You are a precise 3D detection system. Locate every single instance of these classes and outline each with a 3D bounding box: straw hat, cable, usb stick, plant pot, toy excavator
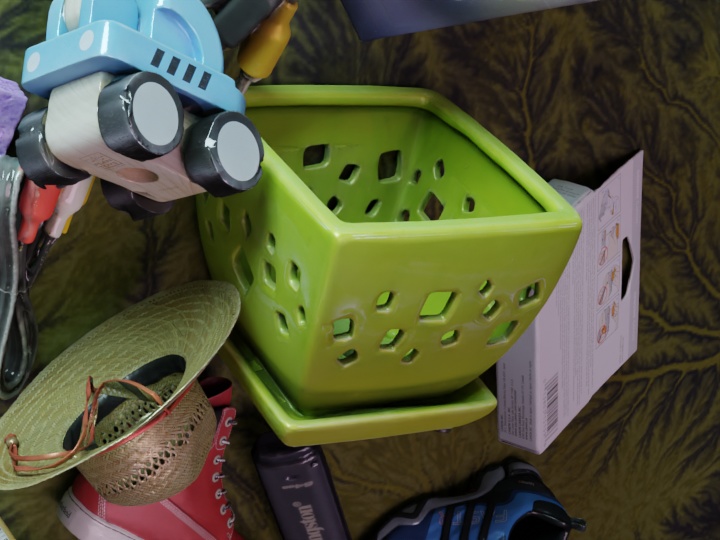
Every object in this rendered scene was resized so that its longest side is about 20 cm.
[{"bbox_3d":[-0.141,0.101,0.988,0.200,0.201,0.086,-36,112,-11],"label":"straw hat"},{"bbox_3d":[-0.206,-0.002,0.974,0.050,0.097,0.202,16,106,9],"label":"cable"},{"bbox_3d":[-0.039,0.191,1.186,0.055,0.033,0.201,-4,137,10],"label":"usb stick"},{"bbox_3d":[-0.045,-0.189,0.924,0.199,0.050,0.097,-34,101,35],"label":"cable"},{"bbox_3d":[0.000,0.000,1.039,0.197,0.200,0.183,-3,122,-32],"label":"plant pot"},{"bbox_3d":[-0.147,-0.152,0.902,0.194,0.099,0.203,23,63,-45],"label":"toy excavator"}]

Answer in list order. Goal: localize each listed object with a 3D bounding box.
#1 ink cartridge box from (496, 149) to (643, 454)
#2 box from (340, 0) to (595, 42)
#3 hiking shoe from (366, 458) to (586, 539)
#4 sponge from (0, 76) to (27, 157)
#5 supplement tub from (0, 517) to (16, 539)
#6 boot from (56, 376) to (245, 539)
[{"bbox_3d":[0.170,0.019,1.253,0.173,0.043,0.202,-39,135,-44],"label":"ink cartridge box"},{"bbox_3d":[0.060,-0.260,0.914,0.201,0.196,0.124,59,38,-38],"label":"box"},{"bbox_3d":[0.083,0.228,1.279,0.199,0.087,0.075,-29,127,-17],"label":"hiking shoe"},{"bbox_3d":[-0.289,-0.036,0.934,0.111,0.030,0.202,17,105,-37],"label":"sponge"},{"bbox_3d":[-0.285,0.175,0.922,0.144,0.144,0.201,-35,89,-12],"label":"supplement tub"},{"bbox_3d":[-0.105,0.160,1.135,0.199,0.072,0.145,34,92,-37],"label":"boot"}]
